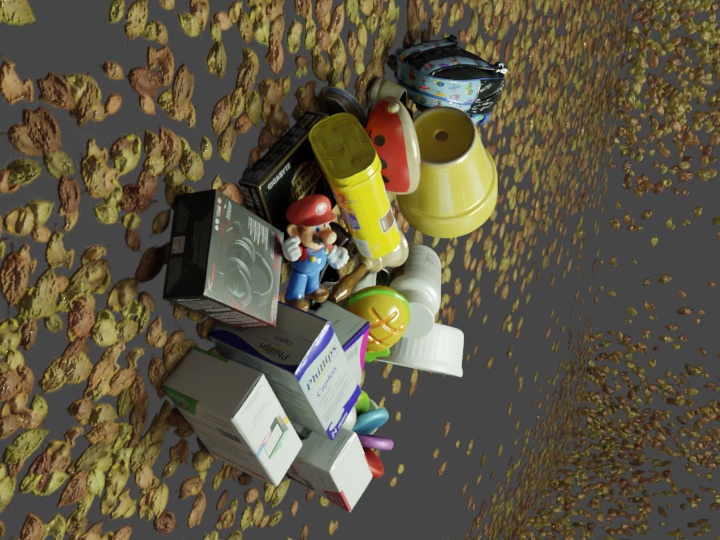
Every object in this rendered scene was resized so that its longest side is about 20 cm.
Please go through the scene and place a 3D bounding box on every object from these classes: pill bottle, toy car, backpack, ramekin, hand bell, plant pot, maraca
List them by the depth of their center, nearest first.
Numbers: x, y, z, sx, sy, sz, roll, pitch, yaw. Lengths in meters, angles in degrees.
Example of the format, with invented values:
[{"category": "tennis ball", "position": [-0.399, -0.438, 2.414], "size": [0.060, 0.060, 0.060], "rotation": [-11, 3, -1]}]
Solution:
[{"category": "plant pot", "position": [0.155, -0.194, 1.372], "size": [0.203, 0.198, 0.190], "rotation": [-62, 159, -21]}, {"category": "hand bell", "position": [0.000, 0.000, 1.391], "size": [0.200, 0.103, 0.105], "rotation": [-47, 140, -43]}, {"category": "maraca", "position": [0.020, 0.107, 1.402], "size": [0.108, 0.135, 0.202], "rotation": [-91, -164, -46]}, {"category": "backpack", "position": [0.156, -0.363, 1.438], "size": [0.198, 0.182, 0.136], "rotation": [-17, 136, -40]}, {"category": "toy car", "position": [-0.007, 0.348, 1.498], "size": [0.174, 0.148, 0.203], "rotation": [25, 81, -59]}, {"category": "pill bottle", "position": [0.109, 0.044, 1.523], "size": [0.201, 0.112, 0.116], "rotation": [-80, 167, -56]}, {"category": "ramekin", "position": [0.131, 0.164, 1.612], "size": [0.200, 0.198, 0.099], "rotation": [26, 74, -60]}]

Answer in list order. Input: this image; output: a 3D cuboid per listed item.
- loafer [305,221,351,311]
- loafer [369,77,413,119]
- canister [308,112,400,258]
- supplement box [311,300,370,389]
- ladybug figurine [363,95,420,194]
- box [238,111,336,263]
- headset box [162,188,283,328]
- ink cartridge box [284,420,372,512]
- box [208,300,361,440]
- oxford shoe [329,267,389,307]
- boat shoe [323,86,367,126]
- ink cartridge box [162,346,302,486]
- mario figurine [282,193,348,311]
[{"category": "loafer", "position": [-0.061, 0.001, 1.289], "size": [0.072, 0.062, 0.202], "rotation": [-47, 157, -45]}, {"category": "loafer", "position": [0.068, -0.274, 1.426], "size": [0.076, 0.067, 0.201], "rotation": [-56, 145, -29]}, {"category": "canister", "position": [-0.005, -0.132, 1.205], "size": [0.086, 0.149, 0.201], "rotation": [-25, 140, -3]}, {"category": "supplement box", "position": [-0.058, 0.175, 1.346], "size": [0.101, 0.102, 0.202], "rotation": [-39, 146, -46]}, {"category": "ladybug figurine", "position": [0.048, -0.204, 1.247], "size": [0.071, 0.137, 0.201], "rotation": [-23, 146, -11]}, {"category": "box", "position": [-0.104, -0.137, 1.216], "size": [0.201, 0.049, 0.161], "rotation": [-52, 145, -35]}, {"category": "headset box", "position": [-0.186, -0.007, 1.068], "size": [0.200, 0.076, 0.151], "rotation": [34, 55, -58]}, {"category": "ink cartridge box", "position": [-0.091, 0.315, 1.290], "size": [0.086, 0.198, 0.149], "rotation": [-54, 144, -30]}, {"category": "box", "position": [-0.116, 0.150, 1.189], "size": [0.105, 0.182, 0.201], "rotation": [-54, 144, -27]}, {"category": "oxford shoe", "position": [-0.006, 0.053, 1.461], "size": [0.200, 0.057, 0.076], "rotation": [-48, 145, -35]}, {"category": "boat shoe", "position": [-0.024, -0.227, 1.288], "size": [0.073, 0.071, 0.201], "rotation": [-58, 146, -24]}, {"category": "ink cartridge box", "position": [-0.191, 0.225, 1.133], "size": [0.084, 0.143, 0.202], "rotation": [-54, 144, -30]}, {"category": "mario figurine", "position": [-0.070, -0.023, 1.164], "size": [0.124, 0.104, 0.203], "rotation": [-86, -178, -56]}]
